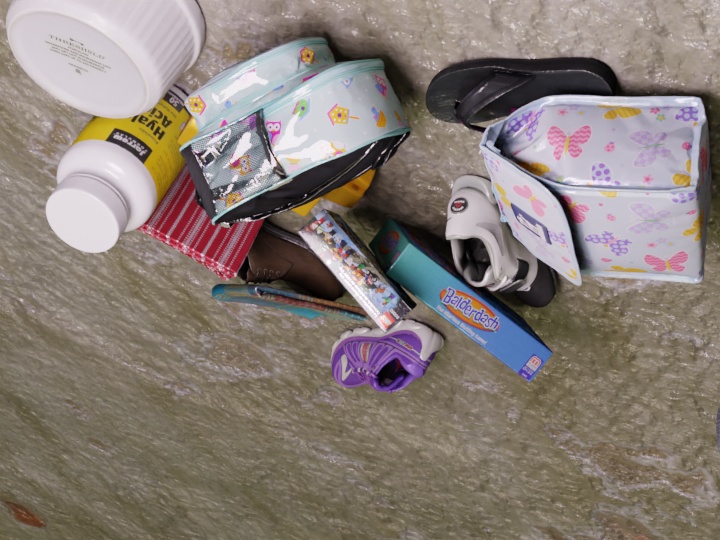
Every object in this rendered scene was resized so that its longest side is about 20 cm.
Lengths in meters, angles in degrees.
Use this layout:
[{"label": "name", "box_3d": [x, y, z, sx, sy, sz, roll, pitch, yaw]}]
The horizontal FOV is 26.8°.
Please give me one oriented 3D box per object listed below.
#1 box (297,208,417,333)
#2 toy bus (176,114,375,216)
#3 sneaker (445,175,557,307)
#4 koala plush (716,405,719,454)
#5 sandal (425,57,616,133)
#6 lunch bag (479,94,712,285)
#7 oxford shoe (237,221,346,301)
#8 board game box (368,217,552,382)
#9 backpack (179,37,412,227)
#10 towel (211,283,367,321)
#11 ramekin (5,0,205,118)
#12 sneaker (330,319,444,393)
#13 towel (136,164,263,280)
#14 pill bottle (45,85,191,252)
[{"label": "box", "box_3d": [0.000, 0.000, 1.607, 0.137, 0.038, 0.200, 50, -177, 2]}, {"label": "toy bus", "box_3d": [-0.087, -0.124, 1.606, 0.200, 0.078, 0.065, 30, 150, -10]}, {"label": "sneaker", "box_3d": [0.142, -0.006, 1.624, 0.074, 0.089, 0.200, -5, 141, 38]}, {"label": "koala plush", "box_3d": [0.443, 0.134, 1.553, 0.183, 0.178, 0.200, 17, 155, 32]}, {"label": "sandal", "box_3d": [0.140, -0.160, 1.414, 0.200, 0.048, 0.075, -3, 141, 37]}, {"label": "lunch bag", "box_3d": [0.219, -0.071, 1.400, 0.199, 0.128, 0.170, 5, 151, 17]}, {"label": "oxford shoe", "box_3d": [-0.108, -0.008, 1.804, 0.200, 0.085, 0.073, 31, 148, -15]}, {"label": "board game box", "box_3d": [0.106, 0.029, 1.654, 0.200, 0.045, 0.152, 36, -174, -14]}, {"label": "backpack", "box_3d": [-0.058, -0.141, 1.457, 0.199, 0.176, 0.154, -16, 92, 22]}, {"label": "towel", "box_3d": [-0.089, 0.039, 1.818, 0.146, 0.022, 0.200, 12, 176, -19]}, {"label": "ramekin", "box_3d": [-0.266, -0.240, 1.534, 0.202, 0.094, 0.203, 18, 150, 11]}, {"label": "sneaker", "box_3d": [0.020, 0.119, 1.914, 0.081, 0.084, 0.200, 36, 149, -20]}, {"label": "towel", "box_3d": [-0.209, -0.078, 1.707, 0.199, 0.145, 0.023, 28, 131, -5]}, {"label": "pill bottle", "box_3d": [-0.254, -0.111, 1.608, 0.111, 0.200, 0.112, 11, 132, 12]}]
